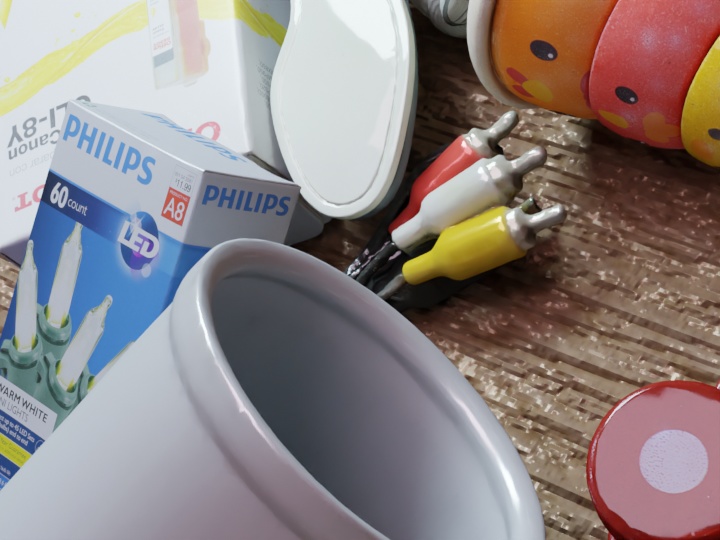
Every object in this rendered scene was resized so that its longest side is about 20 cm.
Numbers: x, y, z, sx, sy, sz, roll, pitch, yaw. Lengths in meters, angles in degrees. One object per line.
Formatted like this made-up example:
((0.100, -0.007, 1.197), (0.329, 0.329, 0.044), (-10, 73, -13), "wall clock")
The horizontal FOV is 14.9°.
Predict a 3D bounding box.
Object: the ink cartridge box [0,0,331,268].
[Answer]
((-0.100, -0.101, 1.314), (0.145, 0.083, 0.200), (-20, 60, 22), "ink cartridge box")

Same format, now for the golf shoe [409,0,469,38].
((0.089, -0.197, 1.296), (0.200, 0.078, 0.097), (-48, 38, -8), "golf shoe")

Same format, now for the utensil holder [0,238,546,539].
((-0.058, 0.116, 1.050), (0.200, 0.170, 0.170), (-46, 41, 21), "utensil holder")

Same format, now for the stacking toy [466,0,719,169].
((0.156, -0.090, 1.144), (0.200, 0.146, 0.146), (39, 83, 31), "stacking toy")

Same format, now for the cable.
((0.000, 0.000, 1.218), (0.200, 0.050, 0.097), (-31, 41, 10), "cable")

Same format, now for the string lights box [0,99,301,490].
((-0.104, 0.038, 1.192), (0.103, 0.059, 0.200), (28, 105, 44), "string lights box")

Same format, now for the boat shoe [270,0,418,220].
((0.001, -0.107, 1.265), (0.073, 0.062, 0.200), (-19, 60, 23), "boat shoe")

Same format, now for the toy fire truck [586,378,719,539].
((0.142, 0.141, 0.986), (0.168, 0.112, 0.200), (28, 75, 20), "toy fire truck")
